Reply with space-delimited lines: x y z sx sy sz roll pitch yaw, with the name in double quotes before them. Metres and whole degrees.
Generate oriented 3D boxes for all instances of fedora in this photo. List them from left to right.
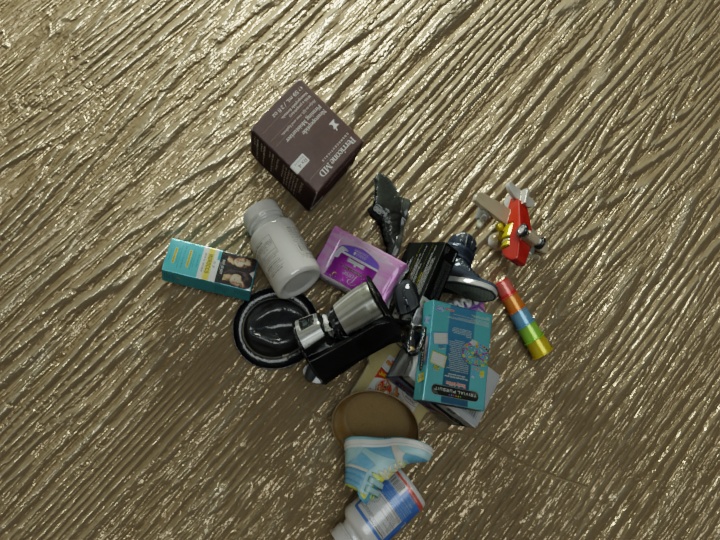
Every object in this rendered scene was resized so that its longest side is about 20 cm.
"fedora" -0.184 0.123 1.359 0.195 0.092 0.207 2 81 -10

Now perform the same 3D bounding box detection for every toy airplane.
"toy airplane" 0.361 -0.107 1.490 0.197 0.141 0.203 -20 74 -50

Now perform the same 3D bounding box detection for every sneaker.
"sneaker" 0.057 -0.122 1.462 0.102 0.060 0.205 18 73 -9
"sneaker" 0.055 0.422 1.292 0.194 0.080 0.134 -4 57 19
"sneaker" 0.214 0.115 1.448 0.195 0.080 0.091 -17 94 -13
"sneaker" 0.253 -0.013 1.422 0.077 0.200 0.148 47 69 -38

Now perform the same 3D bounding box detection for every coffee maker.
"coffee maker" -0.018 0.145 1.282 0.197 0.135 0.195 -31 91 4

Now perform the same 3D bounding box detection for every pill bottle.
"pill bottle" -0.179 -0.051 1.360 0.112 0.115 0.202 -27 69 -13
"pill bottle" 0.035 0.527 1.331 0.199 0.112 0.113 -38 89 -12

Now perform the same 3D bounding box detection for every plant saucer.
"plant saucer" 0.034 0.337 1.356 0.194 0.036 0.205 4 116 8

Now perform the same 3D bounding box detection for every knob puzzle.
"knob puzzle" 0.089 0.258 1.421 0.214 0.030 0.226 4 80 -21

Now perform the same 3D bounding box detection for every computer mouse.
"computer mouse" 0.100 0.091 1.282 0.058 0.203 0.034 -25 130 15

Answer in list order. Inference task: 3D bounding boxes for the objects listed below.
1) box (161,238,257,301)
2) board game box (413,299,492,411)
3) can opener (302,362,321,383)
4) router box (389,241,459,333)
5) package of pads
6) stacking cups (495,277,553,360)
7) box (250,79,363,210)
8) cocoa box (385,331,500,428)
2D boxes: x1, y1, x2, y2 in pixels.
"box" -0.330 -0.001 1.361 0.195 0.049 0.084 14 59 -8
"board game box" 0.195 0.179 1.292 0.147 0.047 0.206 14 75 -20
"can opener" -0.061 0.164 1.389 0.053 0.067 0.203 33 84 -4
"router box" 0.128 0.034 1.401 0.051 0.148 0.204 31 77 -27
"package of pads" 0.000 0.000 1.397 0.197 0.076 0.122 28 82 12
"stacking cups" 0.391 0.111 1.486 0.060 0.060 0.203 -28 88 -13
"box" -0.126 -0.278 1.394 0.199 0.164 0.167 42 77 -2
"cocoa box" 0.182 0.236 1.374 0.198 0.131 0.135 37 69 -12
